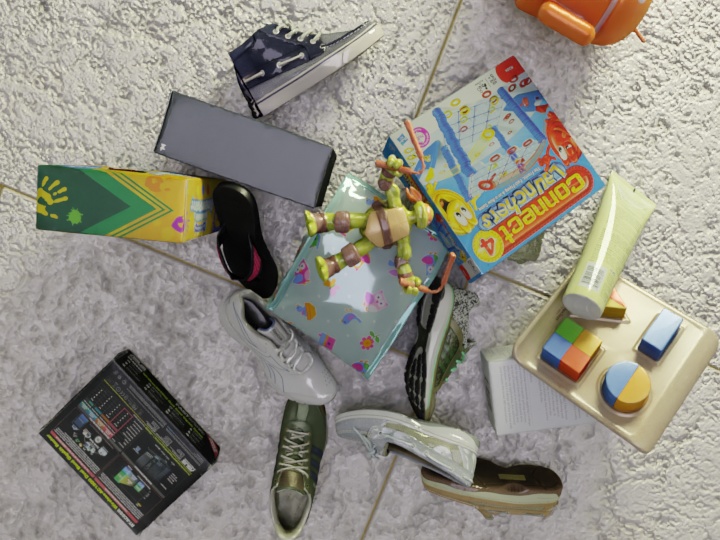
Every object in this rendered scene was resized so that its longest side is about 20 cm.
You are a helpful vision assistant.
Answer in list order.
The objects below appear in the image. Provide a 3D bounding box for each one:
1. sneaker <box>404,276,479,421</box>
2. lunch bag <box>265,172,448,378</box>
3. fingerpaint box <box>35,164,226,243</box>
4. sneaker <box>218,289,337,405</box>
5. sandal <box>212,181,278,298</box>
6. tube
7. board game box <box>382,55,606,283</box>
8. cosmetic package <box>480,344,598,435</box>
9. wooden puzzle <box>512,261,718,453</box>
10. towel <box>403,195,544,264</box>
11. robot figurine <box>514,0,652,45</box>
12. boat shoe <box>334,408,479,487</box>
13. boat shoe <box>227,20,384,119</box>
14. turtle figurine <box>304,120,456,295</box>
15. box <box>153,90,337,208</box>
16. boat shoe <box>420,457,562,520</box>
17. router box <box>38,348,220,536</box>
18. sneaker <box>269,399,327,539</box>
[{"bbox_3d":[0.117,0.112,0.902,0.087,0.077,0.205,6,103,-18],"label":"sneaker"},{"bbox_3d":[0.000,0.000,0.857,0.169,0.122,0.202,33,100,-3],"label":"lunch bag"},{"bbox_3d":[-0.263,-0.085,0.810,0.163,0.200,0.075,6,98,1],"label":"fingerpaint box"},{"bbox_3d":[-0.107,0.103,0.881,0.200,0.087,0.075,43,68,-6],"label":"sneaker"},{"bbox_3d":[-0.151,-0.025,0.839,0.073,0.202,0.046,13,54,14],"label":"sandal"},{"bbox_3d":[0.317,-0.032,0.856,0.202,0.051,0.058,-59,136,-23],"label":"tube"},{"bbox_3d":[0.161,-0.124,0.820,0.198,0.056,0.198,-34,84,-11],"label":"board game box"},{"bbox_3d":[0.266,0.148,0.898,0.195,0.071,0.104,-8,97,2],"label":"cosmetic package"},{"bbox_3d":[0.317,0.091,0.832,0.199,0.047,0.185,37,70,22],"label":"wooden puzzle"},{"bbox_3d":[0.160,-0.105,0.883,0.196,0.037,0.152,18,96,-1],"label":"towel"},{"bbox_3d":[0.266,-0.349,0.808,0.197,0.145,0.118,25,120,-2],"label":"robot figurine"},{"bbox_3d":[0.057,0.233,0.896,0.197,0.075,0.066,12,64,7],"label":"boat shoe"},{"bbox_3d":[-0.073,-0.280,0.841,0.197,0.075,0.094,-30,104,5],"label":"boat shoe"},{"bbox_3d":[0.018,-0.058,0.769,0.158,0.065,0.204,-15,110,-7],"label":"turtle figurine"},{"bbox_3d":[-0.133,-0.144,0.829,0.196,0.141,0.081,19,98,-2],"label":"box"},{"bbox_3d":[0.177,0.311,0.928,0.195,0.072,0.078,9,114,1],"label":"boat shoe"},{"bbox_3d":[-0.313,0.235,0.924,0.149,0.062,0.201,-41,95,5],"label":"router box"},{"bbox_3d":[-0.084,0.267,0.910,0.065,0.090,0.205,8,98,1],"label":"sneaker"}]
